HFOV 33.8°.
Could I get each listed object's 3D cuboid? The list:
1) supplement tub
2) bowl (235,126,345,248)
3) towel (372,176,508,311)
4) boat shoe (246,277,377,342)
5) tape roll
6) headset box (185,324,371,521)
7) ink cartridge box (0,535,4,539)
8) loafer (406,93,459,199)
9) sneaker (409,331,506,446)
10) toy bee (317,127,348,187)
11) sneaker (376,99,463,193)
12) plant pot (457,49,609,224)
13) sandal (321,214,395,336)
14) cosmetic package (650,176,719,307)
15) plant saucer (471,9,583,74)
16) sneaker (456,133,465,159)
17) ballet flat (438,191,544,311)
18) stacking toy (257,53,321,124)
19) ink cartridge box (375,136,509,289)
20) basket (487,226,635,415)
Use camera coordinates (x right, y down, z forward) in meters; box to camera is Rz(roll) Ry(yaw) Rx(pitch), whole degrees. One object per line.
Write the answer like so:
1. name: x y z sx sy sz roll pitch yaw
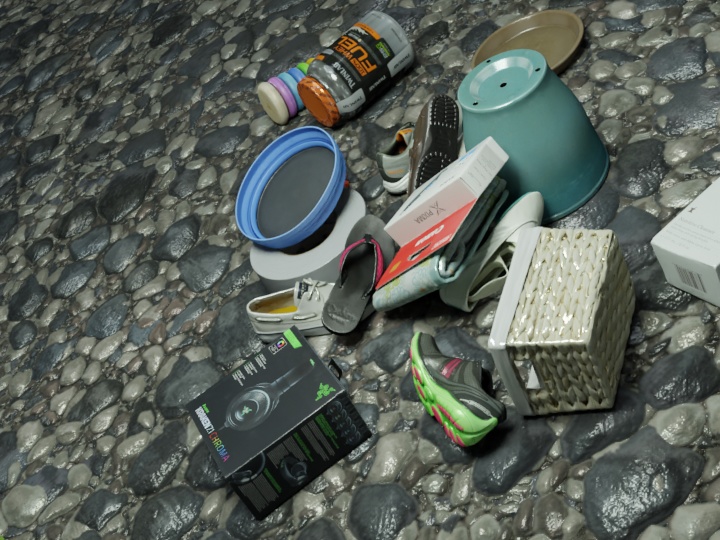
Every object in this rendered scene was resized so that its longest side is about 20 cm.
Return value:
1. supplement tub: -0.011 -0.354 2.095 0.200 0.123 0.122 -43 37 -15
2. bowl: -0.105 -0.125 1.813 0.199 0.039 0.203 -23 49 29
3. towel: 0.113 -0.034 1.639 0.201 0.048 0.171 -53 10 -31
4. boat shoe: -0.072 0.047 1.711 0.197 0.070 0.072 -12 41 20
5. tape roll: -0.068 -0.037 1.814 0.198 0.067 0.202 -20 38 16
6. headset box: -0.103 0.191 1.548 0.199 0.093 0.174 -35 36 -6
7. ink cartridge box: -0.610 0.360 1.627 0.146 0.201 0.076 -18 37 16
8. loafer: 0.109 -0.165 1.808 0.071 0.072 0.203 153 132 -64
9. sneaker: 0.119 0.143 1.474 0.083 0.078 0.200 -19 37 -13
10. toy bee: -0.076 -0.140 1.931 0.198 0.108 0.133 -12 70 45
11. sneaker: 0.104 -0.210 1.881 0.200 0.080 0.074 -44 36 -19
12. plant pot: 0.232 -0.200 1.681 0.197 0.189 0.202 -19 37 15
13. sandal: 0.000 0.000 1.676 0.074 0.045 0.202 17 57 7
14. cosmetic package: 0.465 -0.055 1.432 0.200 0.082 0.112 -43 35 -13
15. plant saucer: 0.280 -0.363 1.973 0.197 0.030 0.202 -20 38 16
16. sneaker: 0.201 -0.238 1.843 0.075 0.081 0.200 19 61 45
17. ballet flat: 0.193 -0.019 1.609 0.200 0.070 0.069 -45 37 -6
18. stacking toy: -0.091 -0.357 2.204 0.199 0.086 0.085 -35 36 -15
19. ink cartridge box: 0.097 -0.077 1.615 0.177 0.045 0.199 -53 11 -35
20. basket: 0.246 0.057 1.416 0.122 0.136 0.202 -5 44 29
